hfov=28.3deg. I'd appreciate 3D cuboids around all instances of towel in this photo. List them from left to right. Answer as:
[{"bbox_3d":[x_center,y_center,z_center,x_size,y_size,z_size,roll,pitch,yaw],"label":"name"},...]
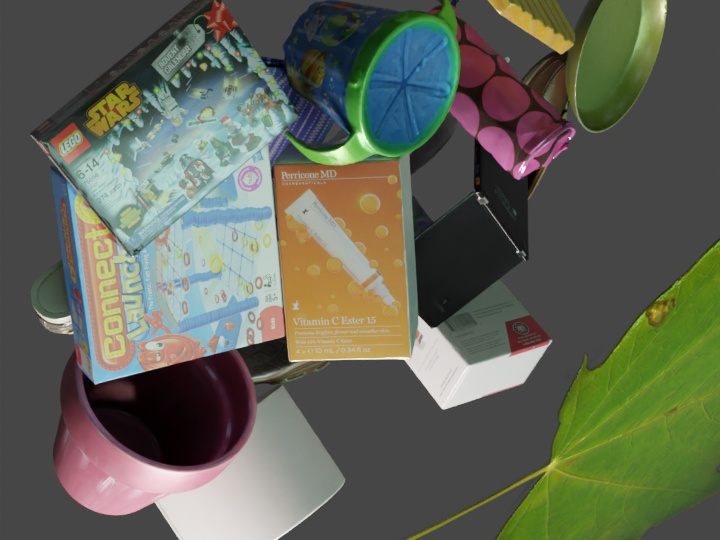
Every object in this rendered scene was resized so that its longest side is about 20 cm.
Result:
[{"bbox_3d":[-0.097,-0.145,1.407,0.200,0.024,0.145,-2,134,-47],"label":"towel"}]

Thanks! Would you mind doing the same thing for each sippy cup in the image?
[{"bbox_3d":[0.002,-0.190,1.334,0.178,0.130,0.140,-29,132,-36],"label":"sippy cup"}]

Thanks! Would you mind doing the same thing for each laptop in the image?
[{"bbox_3d":[0.104,-0.065,1.552,0.115,0.201,0.187,-6,156,20],"label":"laptop"}]

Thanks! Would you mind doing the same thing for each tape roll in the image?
[{"bbox_3d":[-0.136,0.246,1.678,0.202,0.139,0.203,-35,-179,0],"label":"tape roll"}]

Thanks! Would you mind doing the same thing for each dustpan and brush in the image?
[{"bbox_3d":[0.075,-0.168,1.531,0.200,0.057,0.139,-46,149,9],"label":"dustpan and brush"}]

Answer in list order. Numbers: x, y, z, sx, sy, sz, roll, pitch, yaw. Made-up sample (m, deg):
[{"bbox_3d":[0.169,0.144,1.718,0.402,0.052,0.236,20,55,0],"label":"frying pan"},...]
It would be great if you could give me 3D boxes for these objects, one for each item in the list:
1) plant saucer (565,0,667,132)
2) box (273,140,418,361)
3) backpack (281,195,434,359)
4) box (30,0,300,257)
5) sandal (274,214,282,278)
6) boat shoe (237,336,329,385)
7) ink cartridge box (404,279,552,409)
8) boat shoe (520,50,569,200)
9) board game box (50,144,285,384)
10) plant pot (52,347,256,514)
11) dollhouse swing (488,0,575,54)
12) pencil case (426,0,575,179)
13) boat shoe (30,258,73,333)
[{"bbox_3d":[0.288,-0.258,1.634,0.200,0.031,0.201,-36,139,-38],"label":"plant saucer"},{"bbox_3d":[-0.011,-0.021,1.401,0.124,0.098,0.201,-2,107,7],"label":"box"},{"bbox_3d":[0.000,0.000,1.601,0.200,0.127,0.167,-45,166,12],"label":"backpack"},{"bbox_3d":[-0.168,-0.128,1.251,0.200,0.040,0.137,-42,119,-10],"label":"box"},{"bbox_3d":[-0.053,-0.026,1.506,0.070,0.211,0.078,-65,-176,-28],"label":"sandal"},{"bbox_3d":[-0.098,0.106,1.685,0.199,0.076,0.072,-15,144,-34],"label":"boat shoe"},{"bbox_3d":[0.108,0.054,1.723,0.145,0.200,0.084,-13,144,-38],"label":"ink cartridge box"},{"bbox_3d":[0.212,-0.163,1.679,0.075,0.074,0.200,-14,141,-38],"label":"boat shoe"},{"bbox_3d":[-0.177,-0.015,1.339,0.195,0.056,0.201,-14,112,-24],"label":"board game box"},{"bbox_3d":[-0.236,0.163,1.508,0.200,0.200,0.179,-11,154,-40],"label":"plant pot"},{"bbox_3d":[0.164,-0.334,1.303,0.182,0.176,0.200,-49,148,16],"label":"dollhouse swing"},{"bbox_3d":[0.129,-0.181,1.437,0.091,0.200,0.094,-46,160,19],"label":"pencil case"},{"bbox_3d":[-0.228,-0.006,1.396,0.201,0.072,0.060,-32,162,-18],"label":"boat shoe"}]
